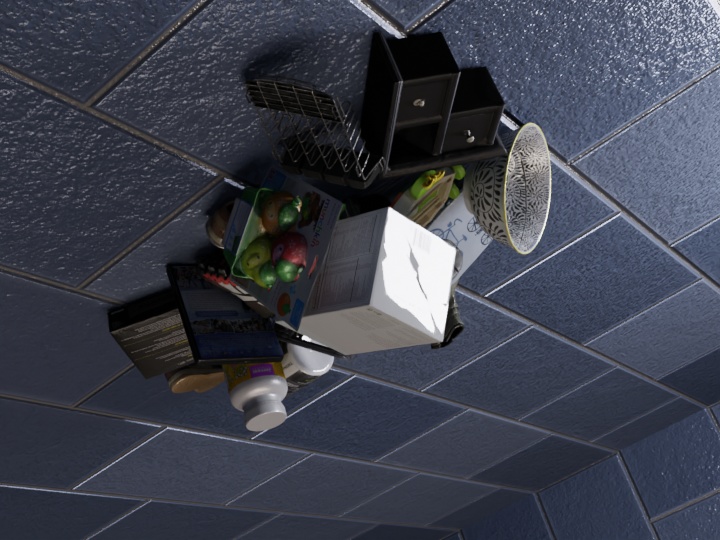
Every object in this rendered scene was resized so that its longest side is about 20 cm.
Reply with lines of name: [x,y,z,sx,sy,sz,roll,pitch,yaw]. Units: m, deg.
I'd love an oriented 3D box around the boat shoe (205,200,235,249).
boat shoe: [-0.133,-0.067,1.476,0.200,0.076,0.072,1,143,-34]

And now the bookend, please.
bookend: [0.112,-0.233,1.317,0.200,0.092,0.199,-12,150,-14]

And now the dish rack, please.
dish rack: [-0.062,-0.187,1.266,0.153,0.055,0.200,14,152,25]

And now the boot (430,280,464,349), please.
boot: [0.167,0.053,1.789,0.068,0.131,0.200,-5,148,-23]

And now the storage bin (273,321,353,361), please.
storage bin: [-0.066,0.090,1.642,0.135,0.094,0.200,17,175,3]

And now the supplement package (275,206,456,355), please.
supplement package: [0.008,0.021,1.408,0.152,0.151,0.200,29,152,-37]

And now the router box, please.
router box: [-0.304,0.096,1.642,0.200,0.051,0.149,-19,139,1]

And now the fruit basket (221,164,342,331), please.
fruit basket: [-0.113,-0.038,1.342,0.094,0.200,0.186,13,103,-34]

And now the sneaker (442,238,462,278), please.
sneaker: [0.077,0.026,1.585,0.200,0.076,0.115,-41,-179,-33]

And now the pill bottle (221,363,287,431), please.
pill bottle: [-0.190,0.179,1.723,0.104,0.200,0.104,-15,150,-9]

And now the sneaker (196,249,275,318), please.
sneaker: [-0.167,0.026,1.524,0.200,0.071,0.098,12,131,19]

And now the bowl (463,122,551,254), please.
bowl: [0.219,-0.128,1.507,0.094,0.201,0.201,4,162,30]

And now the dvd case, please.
dvd case: [-0.214,0.066,1.522,0.142,0.200,0.018,0,136,-30]

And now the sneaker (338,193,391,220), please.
sneaker: [0.033,-0.075,1.554,0.084,0.077,0.200,-45,150,25]

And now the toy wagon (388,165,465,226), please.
toy wagon: [0.091,-0.106,1.458,0.155,0.040,0.200,-42,166,-16]

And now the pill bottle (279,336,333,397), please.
pill bottle: [-0.145,0.183,1.838,0.106,0.106,0.200,6,152,-37]

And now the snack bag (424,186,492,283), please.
snack bag: [0.174,-0.076,1.636,0.200,0.021,0.189,-48,145,5]

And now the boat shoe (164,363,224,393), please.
boat shoe: [-0.306,0.187,1.810,0.072,0.065,0.200,-37,166,13]
